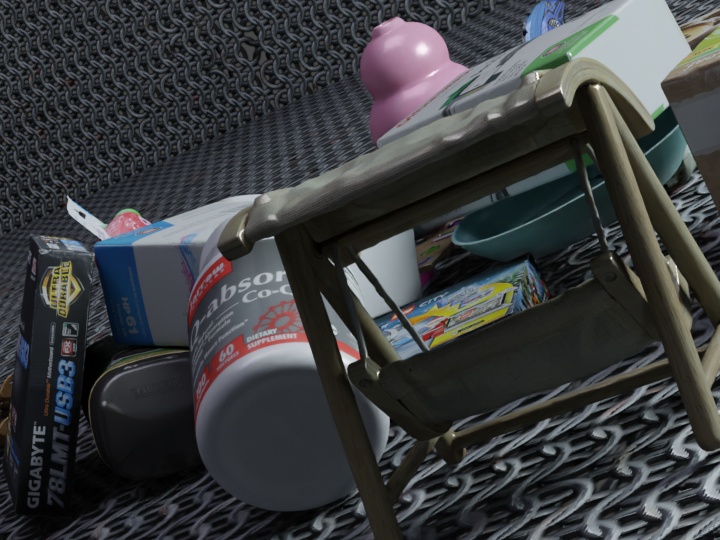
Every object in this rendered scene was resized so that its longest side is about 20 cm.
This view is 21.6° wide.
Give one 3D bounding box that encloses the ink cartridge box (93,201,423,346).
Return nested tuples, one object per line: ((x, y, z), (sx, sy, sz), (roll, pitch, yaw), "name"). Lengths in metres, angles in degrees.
((-0.075, 0.000, 1.396), (0.199, 0.085, 0.144), (-2, 13, 41), "ink cartridge box")

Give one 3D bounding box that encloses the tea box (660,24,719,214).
((0.322, -0.118, 1.144), (0.199, 0.134, 0.197), (-20, 13, 35), "tea box")

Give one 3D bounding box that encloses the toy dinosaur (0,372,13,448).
((-0.338, 0.151, 1.768), (0.199, 0.061, 0.106), (-25, -15, -20), "toy dinosaur")

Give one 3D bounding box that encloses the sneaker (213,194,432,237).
((-0.030, -0.019, 1.540), (0.198, 0.083, 0.074), (-7, -26, 20), "sneaker")

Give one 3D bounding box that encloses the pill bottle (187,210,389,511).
((-0.050, 0.047, 1.176), (0.115, 0.116, 0.200), (-26, 30, 7), "pill bottle")

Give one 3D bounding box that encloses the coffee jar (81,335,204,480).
((-0.156, 0.097, 1.420), (0.103, 0.086, 0.200), (-13, 8, -10), "coffee jar")

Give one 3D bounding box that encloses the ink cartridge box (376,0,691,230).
((0.130, -0.120, 1.406), (0.199, 0.085, 0.146), (-21, 14, 43), "ink cartridge box")

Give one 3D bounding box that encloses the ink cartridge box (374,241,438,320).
((-0.026, 0.043, 1.505), (0.119, 0.042, 0.200), (-22, 13, 29), "ink cartridge box")

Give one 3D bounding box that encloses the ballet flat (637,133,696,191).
((0.179, -0.073, 1.483), (0.199, 0.068, 0.064), (-21, 23, 37), "ballet flat")

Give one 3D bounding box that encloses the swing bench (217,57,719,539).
((0.069, 0.010, 0.971), (0.198, 0.201, 0.130), (-22, 11, 26), "swing bench")

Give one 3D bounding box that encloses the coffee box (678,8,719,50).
((0.268, -0.150, 1.582), (0.112, 0.080, 0.200), (-22, 11, 23), "coffee box")

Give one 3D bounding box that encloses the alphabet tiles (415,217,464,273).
((0.000, 0.000, 1.530), (0.199, 0.008, 0.167), (-21, 11, 27), "alphabet tiles")

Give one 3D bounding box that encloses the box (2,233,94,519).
((-0.244, 0.076, 1.476), (0.049, 0.200, 0.200), (4, 4, -13), "box")

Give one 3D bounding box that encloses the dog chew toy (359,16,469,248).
((0.065, -0.123, 1.626), (0.124, 0.201, 0.125), (-25, 10, 5), "dog chew toy")

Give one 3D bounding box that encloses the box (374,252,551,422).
((0.029, 0.061, 1.277), (0.199, 0.038, 0.137), (-24, 11, 17), "box")

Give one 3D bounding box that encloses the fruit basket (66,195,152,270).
((-0.167, -0.004, 1.629), (0.094, 0.200, 0.185), (-49, 11, -1), "fruit basket")

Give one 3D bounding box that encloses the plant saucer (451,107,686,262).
((0.160, -0.058, 1.369), (0.199, 0.036, 0.200), (-30, 10, 6), "plant saucer")

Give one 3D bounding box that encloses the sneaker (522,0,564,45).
((0.190, -0.158, 1.674), (0.078, 0.201, 0.075), (-10, -31, 4), "sneaker")
